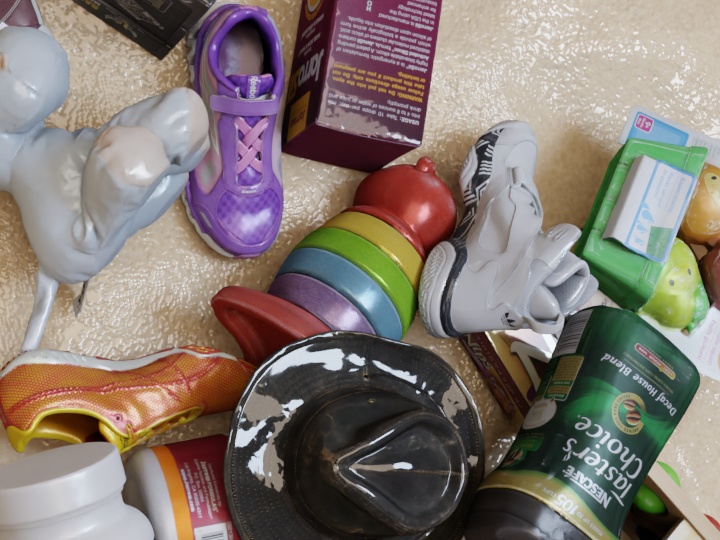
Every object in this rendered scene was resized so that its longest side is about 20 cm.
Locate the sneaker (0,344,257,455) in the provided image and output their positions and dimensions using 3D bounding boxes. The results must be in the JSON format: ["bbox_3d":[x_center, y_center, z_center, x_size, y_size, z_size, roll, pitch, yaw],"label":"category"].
[{"bbox_3d":[-0.160,0.099,1.104,0.199,0.073,0.077,-4,60,-26],"label":"sneaker"}]

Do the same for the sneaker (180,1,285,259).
[{"bbox_3d":[-0.089,-0.111,1.160,0.080,0.088,0.202,-1,85,-20],"label":"sneaker"}]

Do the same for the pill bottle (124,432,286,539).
[{"bbox_3d":[-0.062,0.168,1.122,0.199,0.113,0.114,-8,86,-20],"label":"pill bottle"}]

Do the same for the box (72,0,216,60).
[{"bbox_3d":[-0.194,-0.239,1.100,0.199,0.158,0.049,33,75,-13],"label":"box"}]

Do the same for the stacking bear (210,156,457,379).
[{"bbox_3d":[0.000,0.000,1.167,0.200,0.113,0.122,-52,141,-29],"label":"stacking bear"}]

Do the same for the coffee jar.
[{"bbox_3d":[0.156,0.131,1.099,0.104,0.085,0.201,38,65,-16],"label":"coffee jar"}]

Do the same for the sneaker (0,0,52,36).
[{"bbox_3d":[-0.325,-0.187,1.103,0.199,0.076,0.116,-11,82,-30],"label":"sneaker"}]

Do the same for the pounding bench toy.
[{"bbox_3d":[0.170,0.200,1.191,0.156,0.124,0.200,-45,98,-18],"label":"pounding bench toy"}]

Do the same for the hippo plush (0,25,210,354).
[{"bbox_3d":[-0.213,-0.086,1.094,0.161,0.200,0.159,39,29,0],"label":"hippo plush"}]

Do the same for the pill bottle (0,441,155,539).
[{"bbox_3d":[-0.182,0.222,1.018,0.115,0.116,0.201,-15,99,-20],"label":"pill bottle"}]

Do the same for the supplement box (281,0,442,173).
[{"bbox_3d":[0.004,-0.187,1.189,0.085,0.110,0.201,12,80,-17],"label":"supplement box"}]

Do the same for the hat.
[{"bbox_3d":[0.011,0.135,1.046,0.199,0.081,0.202,0,91,-23],"label":"hat"}]

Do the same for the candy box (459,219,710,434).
[{"bbox_3d":[0.182,0.031,1.253,0.199,0.056,0.117,-32,94,-21],"label":"candy box"}]

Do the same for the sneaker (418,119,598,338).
[{"bbox_3d":[0.126,-0.029,1.163,0.201,0.114,0.075,-65,146,-32],"label":"sneaker"}]

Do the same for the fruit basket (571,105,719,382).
[{"bbox_3d":[0.271,-0.015,1.197,0.199,0.094,0.186,23,74,7],"label":"fruit basket"}]
